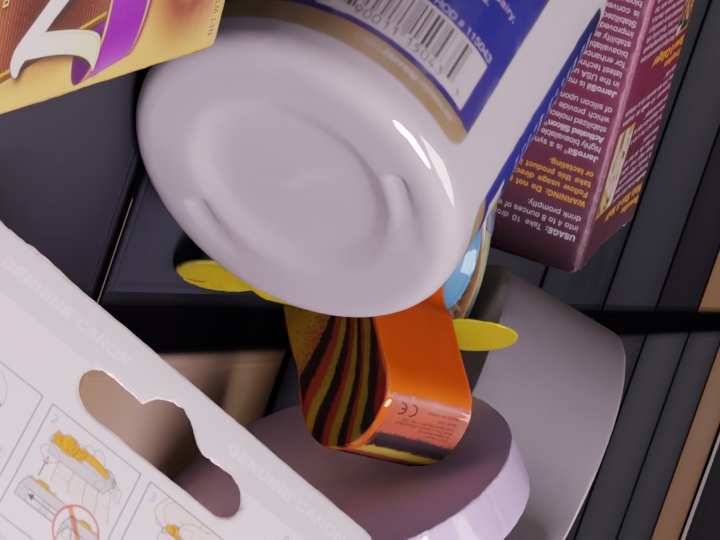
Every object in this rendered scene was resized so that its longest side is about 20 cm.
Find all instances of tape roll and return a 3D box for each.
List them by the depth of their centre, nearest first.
[{"bbox_3d":[0.038,0.099,1.156,0.201,0.066,0.200,-57,-171,14],"label":"tape roll"}]

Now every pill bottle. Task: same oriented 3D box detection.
[{"bbox_3d":[0.018,-0.092,0.887,0.120,0.119,0.200,94,22,-47],"label":"pill bottle"}]

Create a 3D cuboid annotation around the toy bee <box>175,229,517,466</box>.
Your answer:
[{"bbox_3d":[0.000,0.000,0.972,0.109,0.130,0.201,-50,-166,44],"label":"toy bee"}]

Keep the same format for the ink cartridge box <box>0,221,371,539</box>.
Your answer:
[{"bbox_3d":[-0.098,0.111,0.700,0.050,0.162,0.201,-24,-148,46],"label":"ink cartridge box"}]

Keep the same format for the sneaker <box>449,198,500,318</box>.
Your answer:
[{"bbox_3d":[0.043,-0.047,1.133,0.090,0.067,0.201,-37,143,-60],"label":"sneaker"}]

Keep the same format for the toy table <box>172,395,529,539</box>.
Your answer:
[{"bbox_3d":[0.007,0.126,0.967,0.200,0.183,0.118,-137,-156,-73],"label":"toy table"}]

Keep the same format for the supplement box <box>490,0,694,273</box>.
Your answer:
[{"bbox_3d":[0.104,-0.115,1.232,0.110,0.085,0.201,-38,145,-64],"label":"supplement box"}]

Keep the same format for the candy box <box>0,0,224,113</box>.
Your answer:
[{"bbox_3d":[-0.082,-0.105,0.638,0.200,0.056,0.117,-30,138,-66],"label":"candy box"}]
